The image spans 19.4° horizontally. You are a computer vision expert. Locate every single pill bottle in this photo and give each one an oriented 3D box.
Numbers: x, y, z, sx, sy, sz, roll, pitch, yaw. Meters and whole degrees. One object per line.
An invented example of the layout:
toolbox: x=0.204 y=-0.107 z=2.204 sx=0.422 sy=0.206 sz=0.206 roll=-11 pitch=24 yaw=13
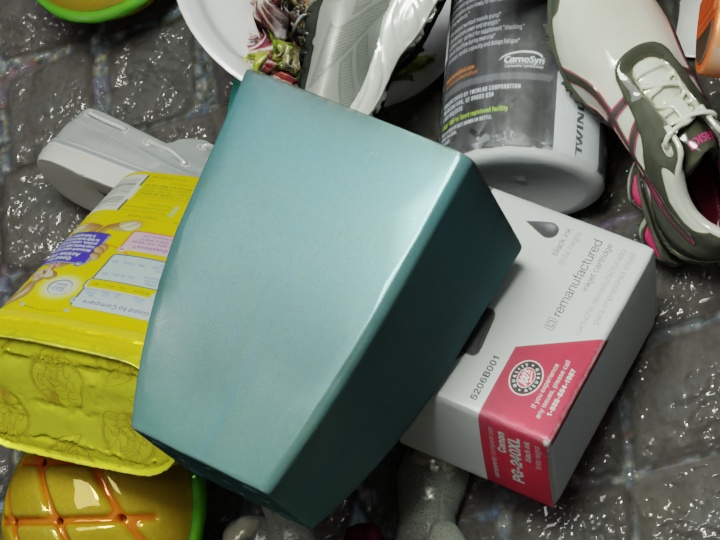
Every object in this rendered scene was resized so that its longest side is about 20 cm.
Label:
pill bottle: x=0.107 y=-0.143 z=1.319 sx=0.106 sy=0.106 sz=0.201 roll=-4 pitch=67 yaw=23

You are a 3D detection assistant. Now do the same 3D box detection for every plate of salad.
plate of salad: x=-0.024 y=-0.193 z=1.383 sx=0.199 sy=0.048 sz=0.201 roll=7 pitch=58 yaw=-12

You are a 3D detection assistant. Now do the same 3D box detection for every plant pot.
plant pot: x=-0.028 y=0.027 z=1.143 sx=0.141 sy=0.141 sz=0.201 roll=22 pitch=78 yaw=22

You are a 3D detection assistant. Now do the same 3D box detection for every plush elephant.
plush elephant: x=-0.023 y=0.190 z=1.205 sx=0.164 sy=0.155 sz=0.201 roll=-16 pitch=62 yaw=17

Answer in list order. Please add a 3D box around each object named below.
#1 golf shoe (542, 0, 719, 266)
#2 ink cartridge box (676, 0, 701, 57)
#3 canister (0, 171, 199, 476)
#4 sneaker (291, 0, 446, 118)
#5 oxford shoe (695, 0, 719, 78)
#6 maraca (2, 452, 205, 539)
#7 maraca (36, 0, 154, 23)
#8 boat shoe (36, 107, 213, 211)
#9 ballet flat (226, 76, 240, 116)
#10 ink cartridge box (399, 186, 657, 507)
golf shoe: x=0.177 y=-0.098 z=1.227 sx=0.077 sy=0.088 sz=0.201 roll=-30 pitch=101 yaw=-15
ink cartridge box: x=0.286 y=-0.191 z=1.283 sx=0.199 sy=0.067 sz=0.118 roll=3 pitch=70 yaw=25
canister: x=-0.132 y=0.025 z=1.277 sx=0.148 sy=0.087 sz=0.200 roll=9 pitch=36 yaw=21
sneaker: x=-0.015 y=-0.124 z=1.301 sx=0.079 sy=0.074 sz=0.201 roll=29 pitch=76 yaw=0
oxford shoe: x=0.246 y=-0.197 z=1.236 sx=0.073 sy=0.071 sz=0.201 roll=12 pitch=71 yaw=-1
maraca: x=-0.169 y=0.172 z=1.304 sx=0.137 sy=0.107 sz=0.201 roll=30 pitch=99 yaw=26
maraca: x=-0.186 y=-0.265 z=1.503 sx=0.136 sy=0.107 sz=0.201 roll=-16 pitch=63 yaw=9
boat shoe: x=-0.123 y=-0.059 z=1.415 sx=0.199 sy=0.072 sz=0.069 roll=18 pitch=64 yaw=31
ballet flat: x=-0.053 y=-0.143 z=1.418 sx=0.064 sy=0.076 sz=0.201 roll=13 pitch=59 yaw=-12
ink cartridge box: x=0.056 y=0.028 z=1.250 sx=0.199 sy=0.084 sz=0.146 roll=22 pitch=64 yaw=21
